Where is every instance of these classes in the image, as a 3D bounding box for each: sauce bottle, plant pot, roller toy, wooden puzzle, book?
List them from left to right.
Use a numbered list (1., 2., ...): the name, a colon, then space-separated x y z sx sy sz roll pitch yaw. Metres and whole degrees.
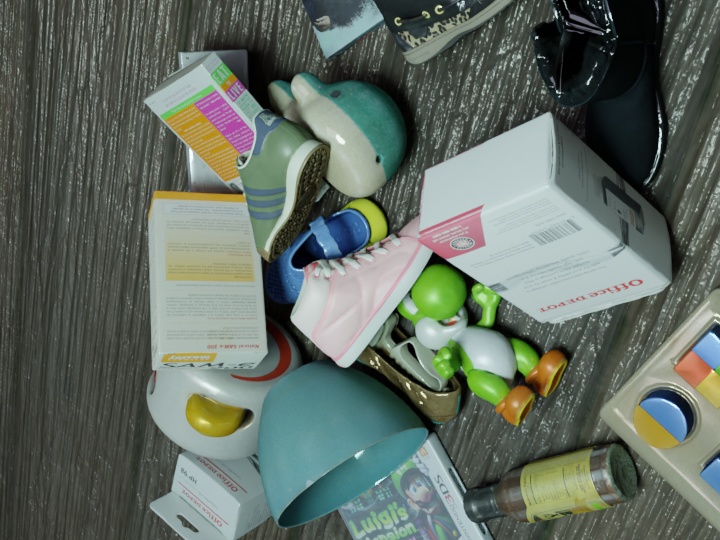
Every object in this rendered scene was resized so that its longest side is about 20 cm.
1. roller toy: -0.173 0.134 1.139 0.182 0.200 0.140 44 125 26
2. book: -0.142 -0.151 1.034 0.133 0.048 0.200 -7 130 52
3. plant pot: -0.040 0.185 1.030 0.135 0.200 0.200 56 129 22
4. sauce bottle: 0.200 0.238 0.965 0.200 0.065 0.065 -27 87 41
5. wooden puzzle: 0.344 0.145 0.835 0.185 0.046 0.200 45 126 19

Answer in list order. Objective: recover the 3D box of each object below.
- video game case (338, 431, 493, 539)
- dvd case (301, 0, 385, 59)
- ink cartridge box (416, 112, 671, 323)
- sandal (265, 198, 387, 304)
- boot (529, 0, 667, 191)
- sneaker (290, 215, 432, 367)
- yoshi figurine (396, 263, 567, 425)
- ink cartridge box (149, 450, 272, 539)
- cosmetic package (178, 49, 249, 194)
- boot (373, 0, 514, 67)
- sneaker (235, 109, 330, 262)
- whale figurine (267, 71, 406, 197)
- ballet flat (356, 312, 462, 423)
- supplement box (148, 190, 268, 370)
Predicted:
1. video game case: 0.063 0.318 1.118 0.200 0.023 0.182 -34 81 39
2. dvd case: 0.007 -0.342 0.966 0.200 0.022 0.146 -23 89 38
3. ink cartridge box: 0.171 -0.038 0.815 0.145 0.200 0.085 -21 49 40
4. sandal: -0.060 -0.018 1.074 0.200 0.087 0.080 -40 80 40
5. boot: 0.207 -0.154 0.773 0.076 0.168 0.201 11 110 35
6. sneaker: 0.000 0.000 0.979 0.105 0.075 0.200 36 96 -8
7. yoshi figurine: 0.119 0.065 0.955 0.200 0.112 0.112 38 107 26
8. ink cartridge box: -0.162 0.274 1.164 0.116 0.200 0.067 31 119 26
9. cosmetic package: -0.180 -0.173 1.117 0.051 0.082 0.201 -142 48 -67
10. boot: 0.075 -0.304 0.860 0.151 0.073 0.200 46 138 -16
11. sneaker: -0.098 -0.097 0.982 0.090 0.067 0.200 41 145 10
12. whale figurine: -0.025 -0.168 1.002 0.200 0.104 0.159 39 165 47
13. ballet flat: 0.042 0.094 1.034 0.200 0.068 0.072 42 139 18
14. supplement box: -0.183 0.013 1.049 0.074 0.125 0.201 133 135 -61
